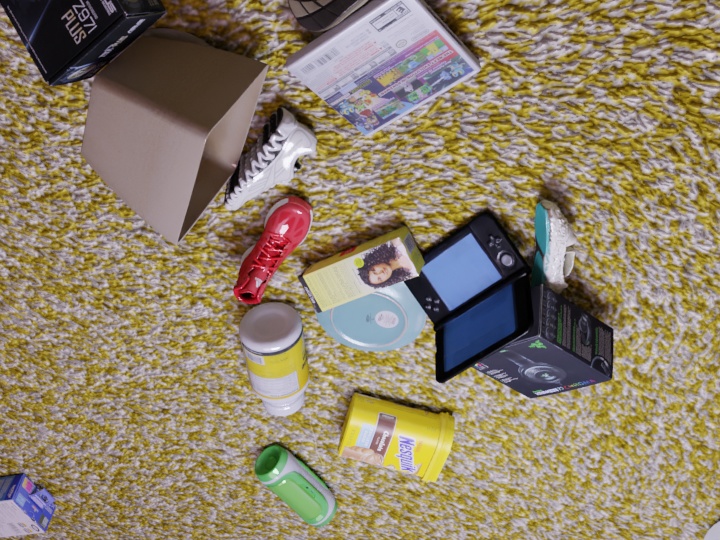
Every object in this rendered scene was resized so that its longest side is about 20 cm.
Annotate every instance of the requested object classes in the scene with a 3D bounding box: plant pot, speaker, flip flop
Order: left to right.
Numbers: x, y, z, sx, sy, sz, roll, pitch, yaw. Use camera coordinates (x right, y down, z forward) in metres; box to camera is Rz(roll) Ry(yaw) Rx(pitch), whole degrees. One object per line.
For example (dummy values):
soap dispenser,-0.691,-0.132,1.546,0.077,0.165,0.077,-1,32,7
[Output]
plant pot,-0.262,-0.196,1.254,0.175,0.201,0.201,27,132,0
speaker,-0.132,0.448,1.927,0.088,0.089,0.200,-22,126,27
flip flop,-0.014,-0.365,1.165,0.198,0.057,0.082,-23,95,39

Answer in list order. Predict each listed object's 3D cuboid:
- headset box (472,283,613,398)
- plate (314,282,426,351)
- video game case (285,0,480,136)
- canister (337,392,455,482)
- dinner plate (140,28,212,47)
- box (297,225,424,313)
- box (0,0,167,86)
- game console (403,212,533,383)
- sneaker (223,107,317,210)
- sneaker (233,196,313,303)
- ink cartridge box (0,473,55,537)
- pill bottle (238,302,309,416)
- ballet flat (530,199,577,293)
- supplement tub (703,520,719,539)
headset box,0.278,0.116,1.494,0.199,0.094,0.173,30,146,-33
plate,0.015,0.078,1.599,0.197,0.026,0.202,5,132,6
video game case,0.031,-0.274,1.237,0.198,0.023,0.182,-26,141,29
canister,0.065,0.317,1.773,0.197,0.087,0.150,15,133,-2
dinner plate,-0.269,-0.253,1.341,0.196,0.024,0.202,4,134,4
box,0.000,0.000,1.500,0.198,0.050,0.076,-22,107,28
box,-0.363,-0.361,1.154,0.162,0.086,0.202,-27,94,30
game console,0.159,0.042,1.437,0.199,0.116,0.177,-35,92,34
sneaker,-0.138,-0.150,1.386,0.080,0.076,0.200,25,133,-26
sneaker,-0.139,-0.018,1.472,0.077,0.117,0.201,24,132,-13
ink cartridge box,-0.798,0.540,2.129,0.197,0.077,0.137,-10,131,20
pill bottle,-0.148,0.162,1.644,0.110,0.113,0.202,2,134,7
ballet flat,0.298,-0.036,1.427,0.070,0.072,0.202,2,138,7
supplement tub,0.799,0.599,1.873,0.199,0.142,0.140,33,130,-21
